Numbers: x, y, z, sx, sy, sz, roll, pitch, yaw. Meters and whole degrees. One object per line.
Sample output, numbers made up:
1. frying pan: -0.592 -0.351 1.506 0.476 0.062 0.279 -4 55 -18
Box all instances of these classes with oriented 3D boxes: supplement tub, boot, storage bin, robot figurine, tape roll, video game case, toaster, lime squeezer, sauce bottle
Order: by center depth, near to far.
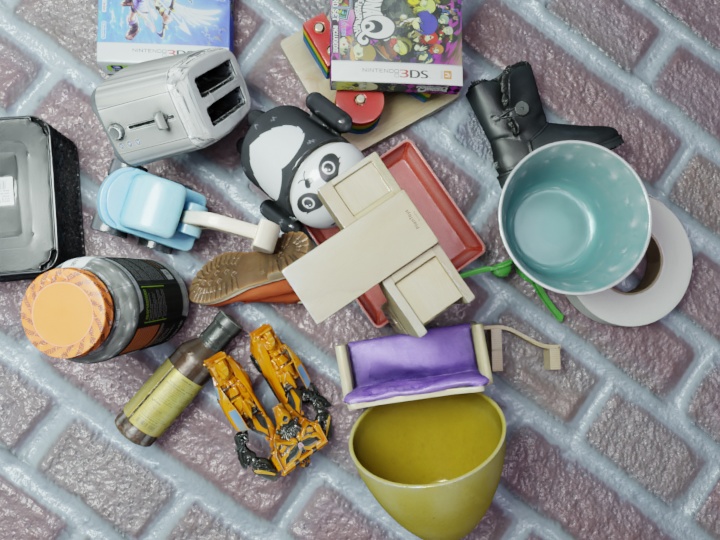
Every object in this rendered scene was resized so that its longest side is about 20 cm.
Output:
1. supplement tub: -0.303 0.044 0.693 0.122 0.200 0.123 0 90 6
2. toaster: -0.230 -0.216 0.730 0.129 0.200 0.114 -5 120 20
3. storage bin: -0.455 -0.090 0.750 0.135 0.094 0.201 -5 87 -6
4. robot figurine: -0.078 -0.140 0.750 0.125 0.150 0.200 -36 59 -24
5. robot figurine: -0.117 0.182 0.761 0.145 0.058 0.200 -32 99 -24
6. sauce bottle: -0.239 0.143 0.767 0.065 0.065 0.200 42 84 -1
7. video game case: 0.047 -0.344 0.773 0.181 0.036 0.201 1 86 -7
8. boot: -0.136 0.021 0.780 0.200 0.107 0.075 -14 55 19
9. video game case: -0.274 -0.381 0.811 0.181 0.045 0.201 0 86 -6
10. lime squeezer: 0.216 0.013 0.832 0.200 0.038 0.071 17 100 -16
11. boot: 0.270 -0.228 0.835 0.200 0.076 0.169 -18 92 0
12. tape roll: 0.394 -0.017 0.852 0.202 0.037 0.203 0 85 -5

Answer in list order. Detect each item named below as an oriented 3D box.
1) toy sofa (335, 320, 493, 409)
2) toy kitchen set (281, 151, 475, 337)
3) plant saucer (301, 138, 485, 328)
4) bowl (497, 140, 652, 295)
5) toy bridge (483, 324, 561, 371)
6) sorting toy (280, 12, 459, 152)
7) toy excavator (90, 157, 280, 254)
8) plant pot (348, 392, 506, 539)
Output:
1. toy sofa: 0.070 0.124 0.761 0.199 0.098 0.083 -10 87 8
2. toy kitchen set: 0.000 0.000 0.707 0.163 0.180 0.200 -34 89 -6
3. plant saucer: 0.045 -0.053 0.822 0.199 0.037 0.200 -35 91 -7
4. bowl: 0.275 -0.065 0.776 0.200 0.105 0.201 0 86 0
5. toy bridge: 0.196 0.113 0.829 0.199 0.027 0.067 -1 85 -4
6. sorting toy: 0.018 -0.298 0.820 0.200 0.070 0.199 -30 89 -7
7. toy excavator: -0.226 -0.067 0.728 0.194 0.200 0.100 21 83 -35
8. plant pot: 0.097 0.265 0.742 0.199 0.200 0.142 -15 110 -6
